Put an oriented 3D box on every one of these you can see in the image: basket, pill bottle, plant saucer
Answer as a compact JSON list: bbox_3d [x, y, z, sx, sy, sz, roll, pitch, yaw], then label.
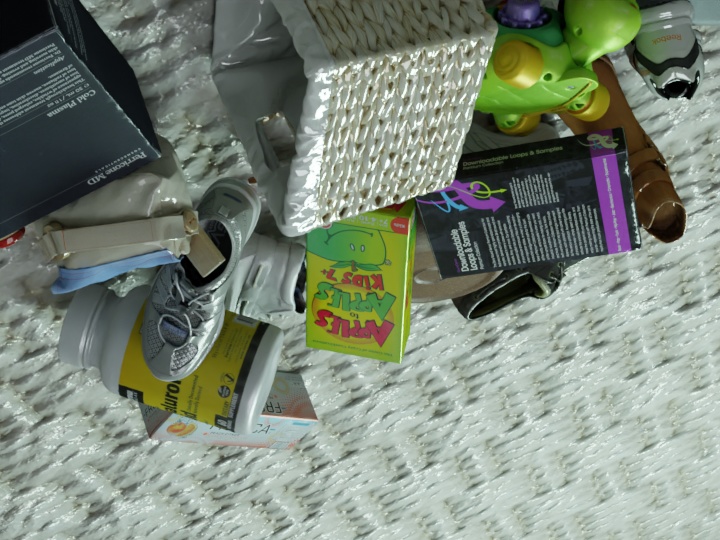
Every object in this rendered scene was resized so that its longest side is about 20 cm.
[{"bbox_3d":[-0.014,-0.169,1.230,0.160,0.198,0.200,-12,145,-20],"label":"basket"},{"bbox_3d":[-0.183,0.078,1.500,0.200,0.111,0.111,18,142,4],"label":"pill bottle"},{"bbox_3d":[0.071,-0.009,1.610,0.200,0.037,0.200,-6,156,-3],"label":"plant saucer"}]

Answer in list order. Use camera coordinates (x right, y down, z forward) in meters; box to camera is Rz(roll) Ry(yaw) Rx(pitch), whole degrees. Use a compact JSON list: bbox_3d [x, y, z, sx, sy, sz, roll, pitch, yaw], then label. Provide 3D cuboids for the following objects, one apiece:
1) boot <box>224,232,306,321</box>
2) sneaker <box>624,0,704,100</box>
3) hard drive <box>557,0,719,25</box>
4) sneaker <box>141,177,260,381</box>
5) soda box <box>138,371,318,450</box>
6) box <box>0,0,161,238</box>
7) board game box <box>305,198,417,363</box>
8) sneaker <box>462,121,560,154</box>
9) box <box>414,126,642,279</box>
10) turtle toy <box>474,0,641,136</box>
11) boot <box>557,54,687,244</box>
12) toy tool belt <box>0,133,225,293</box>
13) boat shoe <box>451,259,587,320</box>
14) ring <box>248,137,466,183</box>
[{"bbox_3d":[-0.104,0.040,1.565,0.095,0.074,0.200,12,141,0],"label":"boot"},{"bbox_3d":[0.284,-0.189,1.443,0.074,0.080,0.200,-13,173,15],"label":"sneaker"},{"bbox_3d":[0.292,-0.280,1.406,0.200,0.033,0.140,-6,144,-25],"label":"hard drive"},{"bbox_3d":[-0.155,0.013,1.391,0.075,0.082,0.200,22,109,3],"label":"sneaker"},{"bbox_3d":[-0.146,0.150,1.729,0.200,0.068,0.064,10,135,-42],"label":"soda box"},{"bbox_3d":[-0.289,-0.127,1.207,0.200,0.104,0.182,-26,146,5],"label":"box"},{"bbox_3d":[0.000,0.000,1.535,0.101,0.048,0.200,9,134,7],"label":"board game box"},{"bbox_3d":[0.124,-0.091,1.515,0.200,0.100,0.078,-7,145,-23],"label":"sneaker"},{"bbox_3d":[0.157,-0.060,1.460,0.200,0.036,0.143,-9,140,9],"label":"box"},{"bbox_3d":[0.156,-0.192,1.365,0.200,0.101,0.146,-11,162,39],"label":"turtle toy"},{"bbox_3d":[0.251,-0.119,1.500,0.074,0.155,0.200,-35,146,17],"label":"boot"},{"bbox_3d":[-0.224,-0.026,1.321,0.200,0.125,0.123,-14,119,18],"label":"toy tool belt"},{"bbox_3d":[0.193,0.002,1.723,0.200,0.066,0.072,-21,147,-3],"label":"boat shoe"},{"bbox_3d":[-0.002,-0.095,1.395,0.200,0.019,0.200,-12,-173,1],"label":"ring"}]
